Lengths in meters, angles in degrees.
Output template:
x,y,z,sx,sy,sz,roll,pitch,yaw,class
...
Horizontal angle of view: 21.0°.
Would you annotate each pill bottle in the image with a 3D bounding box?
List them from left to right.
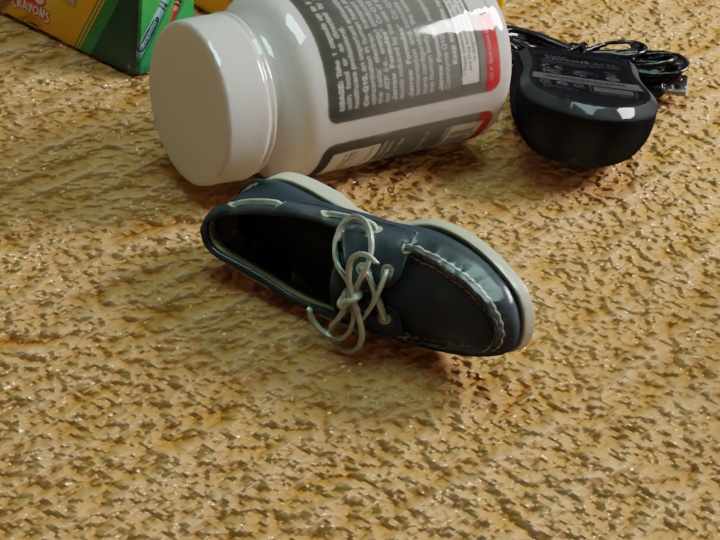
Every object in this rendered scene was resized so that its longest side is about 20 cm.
x,y,z,sx,sy,sz,roll,pitch,yaw,class
-0.018,-0.118,1.160,0.198,0.115,0.114,-14,37,-32,pill bottle

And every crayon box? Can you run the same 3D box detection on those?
x,y,z,sx,sy,sz,roll,pitch,yaw,class
-0.198,-0.224,1.296,0.199,0.120,0.058,27,36,30,crayon box

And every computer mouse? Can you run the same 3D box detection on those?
x,y,z,sx,sy,sz,roll,pitch,yaw,class
0.145,-0.105,1.241,0.137,0.053,0.200,10,20,3,computer mouse

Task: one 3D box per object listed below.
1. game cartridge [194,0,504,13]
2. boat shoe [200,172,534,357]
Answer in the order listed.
x,y,z,sx,sy,sz,roll,pitch,yaw,class
-0.026,-0.205,1.384,0.175,0.033,0.199,-21,42,-38,game cartridge
0.000,0.000,1.008,0.199,0.076,0.062,28,35,34,boat shoe
